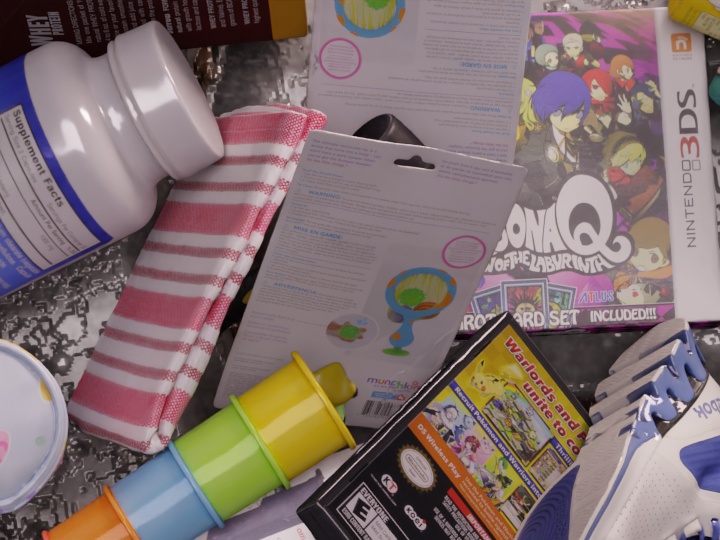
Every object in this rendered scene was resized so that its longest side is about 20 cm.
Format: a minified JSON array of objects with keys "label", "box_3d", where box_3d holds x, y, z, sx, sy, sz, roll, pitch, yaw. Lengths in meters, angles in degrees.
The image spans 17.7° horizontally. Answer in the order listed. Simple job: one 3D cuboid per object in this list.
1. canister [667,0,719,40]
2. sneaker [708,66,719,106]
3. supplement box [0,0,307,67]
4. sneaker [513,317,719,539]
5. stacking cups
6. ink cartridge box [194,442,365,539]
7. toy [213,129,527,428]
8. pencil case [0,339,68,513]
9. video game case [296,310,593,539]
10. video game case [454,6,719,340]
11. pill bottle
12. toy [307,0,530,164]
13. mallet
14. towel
[{"label":"canister","box_3d":[0.285,-0.163,1.274,0.199,0.087,0.149,23,70,-1]},{"label":"sneaker","box_3d":[0.262,-0.036,1.274,0.080,0.078,0.200,-44,90,5]},{"label":"supplement box","box_3d":[-0.137,-0.222,1.220,0.199,0.198,0.133,-7,60,-1]},{"label":"sneaker","box_3d":[0.162,0.126,1.207,0.115,0.080,0.200,43,50,-10]},{"label":"stacking cups","box_3d":[-0.099,0.120,1.185,0.199,0.061,0.061,-34,84,-2]},{"label":"ink cartridge box","box_3d":[-0.039,0.184,1.237,0.199,0.084,0.146,-19,82,-3]},{"label":"toy","box_3d":[0.000,0.000,1.217,0.114,0.201,0.047,8,39,-15]},{"label":"pencil case","box_3d":[-0.193,0.078,1.197,0.083,0.200,0.091,-13,89,-9]},{"label":"video game case","box_3d":[0.083,0.149,1.209,0.200,0.025,0.181,52,50,-5]},{"label":"video game case","box_3d":[0.099,-0.054,1.296,0.199,0.036,0.182,-2,81,-1]},{"label":"pill bottle","box_3d":[-0.179,-0.054,1.240,0.199,0.112,0.113,-27,83,7]},{"label":"toy","box_3d":[0.035,-0.156,1.244,0.114,0.047,0.201,5,116,0]},{"label":"mallet","box_3d":[-0.030,0.000,1.265,0.066,0.041,0.200,39,112,-20]},{"label":"towel","box_3d":[-0.088,0.003,1.237,0.030,0.146,0.201,28,83,-20]}]
